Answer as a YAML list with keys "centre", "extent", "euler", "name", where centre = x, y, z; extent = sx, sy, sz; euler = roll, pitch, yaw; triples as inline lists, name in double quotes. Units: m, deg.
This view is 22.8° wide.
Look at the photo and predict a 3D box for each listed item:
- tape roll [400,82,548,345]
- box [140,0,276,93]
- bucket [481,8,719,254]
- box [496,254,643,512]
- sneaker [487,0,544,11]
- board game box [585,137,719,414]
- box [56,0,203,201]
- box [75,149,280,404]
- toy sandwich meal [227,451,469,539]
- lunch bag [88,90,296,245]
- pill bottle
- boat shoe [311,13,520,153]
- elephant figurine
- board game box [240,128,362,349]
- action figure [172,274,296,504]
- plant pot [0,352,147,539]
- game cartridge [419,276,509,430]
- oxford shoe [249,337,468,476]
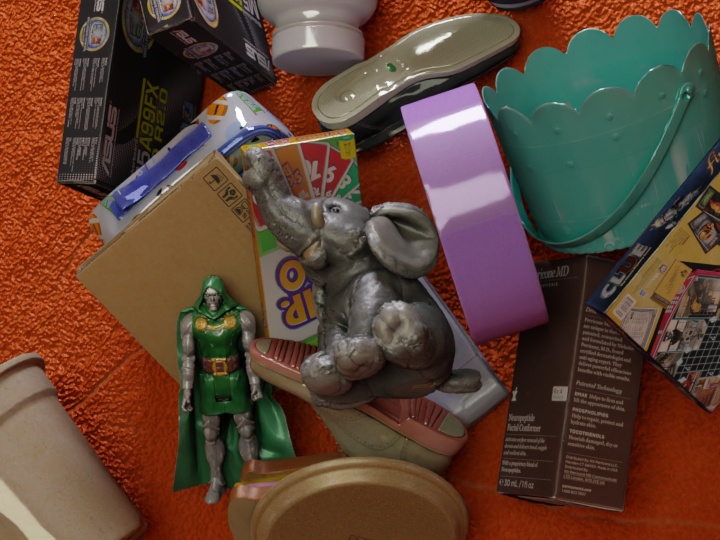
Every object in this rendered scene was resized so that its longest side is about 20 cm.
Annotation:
- centre: [0.092, -0.045, 1.430]
  extent: [0.065, 0.200, 0.202]
  euler: [-17, 75, 4]
  name: "tape roll"
- centre: [-0.146, -0.260, 1.598]
  extent: [0.044, 0.200, 0.162]
  euler: [-19, 74, 15]
  name: "box"
- centre: [0.207, -0.111, 1.450]
  extent: [0.206, 0.207, 0.136]
  euler: [-17, 108, 14]
  name: "bucket"
- centre: [0.178, 0.093, 1.475]
  extent: [0.074, 0.100, 0.202]
  euler: [14, 80, -23]
  name: "box"
- centre: [0.084, -0.289, 1.582]
  extent: [0.199, 0.108, 0.071]
  euler: [26, 92, 18]
  name: "sneaker"
- centre: [0.286, -0.008, 1.383]
  extent: [0.135, 0.035, 0.200]
  euler: [41, 88, -23]
  name: "board game box"
- centre: [-0.204, -0.158, 1.625]
  extent: [0.044, 0.160, 0.202]
  euler: [2, 79, 24]
  name: "box"
- centre: [-0.121, 0.021, 1.539]
  extent: [0.163, 0.021, 0.200]
  euler: [-39, 110, 8]
  name: "box"
- centre: [-0.008, 0.205, 1.504]
  extent: [0.204, 0.206, 0.071]
  euler: [-19, 42, 14]
  name: "toy sandwich meal"
- centre: [-0.139, -0.060, 1.584]
  extent: [0.200, 0.160, 0.076]
  euler: [-42, 60, 8]
  name: "lunch bag"
- centre: [-0.039, -0.285, 1.622]
  extent: [0.111, 0.112, 0.202]
  euler: [-5, 78, 17]
  name: "pill bottle"
- centre: [0.054, -0.168, 1.601]
  extent: [0.199, 0.068, 0.072]
  euler: [-27, 47, -2]
  name: "boat shoe"
- centre: [0.000, 0.000, 1.439]
  extent: [0.140, 0.155, 0.201]
  euler: [-16, 64, 5]
  name: "elephant figurine"
- centre: [-0.042, -0.013, 1.513]
  extent: [0.095, 0.030, 0.202]
  euler: [-10, 109, -11]
  name: "board game box"
- centre: [-0.118, 0.100, 1.531]
  extent: [0.117, 0.055, 0.202]
  euler: [-6, 107, 0]
  name: "action figure"
- centre: [-0.297, 0.210, 1.585]
  extent: [0.183, 0.200, 0.201]
  euler: [44, 95, 9]
  name: "plant pot"
- centre: [0.024, 0.070, 1.575]
  extent: [0.133, 0.040, 0.201]
  euler: [-40, 70, 11]
  name: "game cartridge"
- centre: [-0.012, 0.123, 1.499]
  extent: [0.199, 0.071, 0.074]
  euler: [28, 112, -2]
  name: "oxford shoe"
